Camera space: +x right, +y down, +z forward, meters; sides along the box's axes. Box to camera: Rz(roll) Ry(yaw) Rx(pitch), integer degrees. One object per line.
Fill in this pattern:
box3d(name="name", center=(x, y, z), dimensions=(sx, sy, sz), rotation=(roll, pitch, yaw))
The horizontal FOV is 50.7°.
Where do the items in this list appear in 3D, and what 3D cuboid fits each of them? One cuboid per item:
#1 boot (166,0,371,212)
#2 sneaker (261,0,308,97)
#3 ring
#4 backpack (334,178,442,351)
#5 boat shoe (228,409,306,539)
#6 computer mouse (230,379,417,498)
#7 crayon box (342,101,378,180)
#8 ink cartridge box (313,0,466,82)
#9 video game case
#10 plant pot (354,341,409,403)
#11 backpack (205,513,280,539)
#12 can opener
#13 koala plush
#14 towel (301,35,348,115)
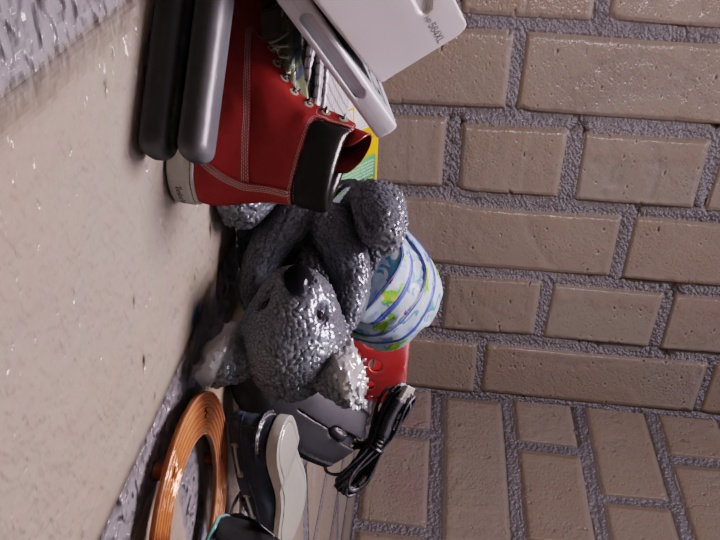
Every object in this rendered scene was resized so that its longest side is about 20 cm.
box3d(name="boot", center=(-0.057, -0.140, 0.579), dimensions=(0.073, 0.140, 0.205), rotation=(82, 12, -69))
box3d(name="sneaker", center=(-0.085, -0.204, 0.676), dimensions=(0.090, 0.065, 0.206), rotation=(12, 77, -84))
box3d(name="ring", center=(-0.141, 0.201, 0.617), dimensions=(0.200, 0.019, 0.206), rotation=(4, 90, -85))
box3d(name="backpack", center=(0.000, 0.000, 0.865), dimensions=(0.163, 0.200, 0.154), rotation=(-43, 160, -3))
box3d(name="boat shoe", center=(-0.095, 0.213, 0.750), dimensions=(0.203, 0.060, 0.076), rotation=(88, 18, -45))
box3d(name="computer mouse", center=(-0.042, 0.143, 0.775), dimensions=(0.140, 0.198, 0.053), rotation=(-57, -162, 1))
box3d(name="crayon box", center=(-0.034, -0.169, 1.029), dimensions=(0.124, 0.051, 0.204), rotation=(-28, 133, -36))
box3d(name="ink cartridge box", center=(-0.012, -0.264, 0.553), dimensions=(0.146, 0.083, 0.204), rotation=(29, 36, -63))
box3d(name="video game case", center=(-0.041, -0.229, 0.604), dimensions=(0.182, 0.023, 0.203), rotation=(46, 23, -49))
box3d(name="plant pot", center=(-0.002, 0.121, 1.304), dimensions=(0.200, 0.177, 0.206), rotation=(4, 90, -85))
box3d(name="backpack", center=(-0.083, 0.300, 0.522), dimensions=(0.202, 0.151, 0.177), rotation=(-54, 160, -23))
box3d(name="can opener", center=(-0.105, -0.169, 0.506), dimensions=(0.067, 0.052, 0.206), rotation=(50, 45, -83))
box3d(name="koala plush", center=(-0.054, 0.035, 0.678), dimensions=(0.203, 0.173, 0.186), rotation=(-86, -172, -47))
box3d(name="towel", center=(-0.064, -0.198, 0.842), dimensions=(0.166, 0.083, 0.206), rotation=(11, 85, -84))
